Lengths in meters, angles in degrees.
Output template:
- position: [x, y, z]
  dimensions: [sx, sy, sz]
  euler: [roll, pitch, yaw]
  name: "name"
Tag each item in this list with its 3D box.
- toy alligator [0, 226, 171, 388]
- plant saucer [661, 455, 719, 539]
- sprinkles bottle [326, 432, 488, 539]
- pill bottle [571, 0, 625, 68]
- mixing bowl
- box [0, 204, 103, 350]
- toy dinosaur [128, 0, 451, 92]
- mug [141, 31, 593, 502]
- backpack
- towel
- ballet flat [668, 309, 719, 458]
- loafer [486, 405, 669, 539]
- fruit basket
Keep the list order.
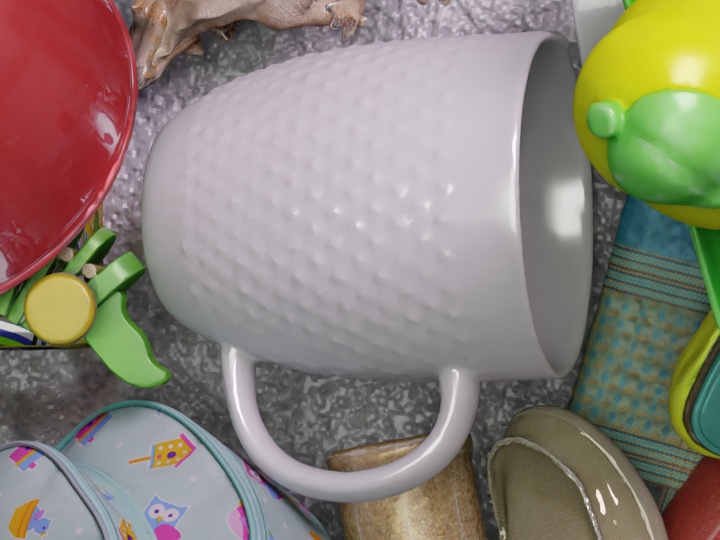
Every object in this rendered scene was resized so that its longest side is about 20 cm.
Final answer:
- position: [-0.161, -0.016, 0.995]
  dimensions: [0.200, 0.059, 0.054]
  euler: [29, 89, 5]
  name: "toy alligator"
- position: [0.237, 0.130, 0.993]
  dimensions: [0.199, 0.037, 0.200]
  euler: [35, 102, 5]
  name: "plant saucer"
- position: [0.034, 0.174, 1.024]
  dimensions: [0.068, 0.068, 0.201]
  euler: [-11, 85, 7]
  name: "sprinkles bottle"
- position: [0.189, -0.128, 0.976]
  dimensions: [0.199, 0.111, 0.111]
  euler: [-9, 86, 7]
  name: "pill bottle"
- position: [-0.199, -0.089, 0.946]
  dimensions: [0.199, 0.108, 0.201]
  euler: [-3, 64, 7]
  name: "mixing bowl"
- position: [-0.155, -0.064, 1.063]
  dimensions: [0.064, 0.070, 0.201]
  euler: [-1, 87, 6]
  name: "box"
- position: [-0.025, -0.153, 1.048]
  dimensions: [0.199, 0.135, 0.086]
  euler: [-24, 106, -17]
  name: "toy dinosaur"
- position: [0.000, 0.000, 0.995]
  dimensions: [0.175, 0.148, 0.201]
  euler: [-2, 76, 18]
  name: "mug"
- position: [-0.112, 0.155, 0.993]
  dimensions: [0.200, 0.153, 0.176]
  euler: [-44, 42, -4]
  name: "backpack"
- position: [0.175, 0.034, 1.022]
  dimensions: [0.146, 0.022, 0.201]
  euler: [17, 100, 10]
  name: "towel"
- position: [0.192, -0.011, 0.968]
  dimensions: [0.067, 0.067, 0.200]
  euler: [31, 103, -10]
  name: "ballet flat"
- position: [0.095, 0.157, 0.989]
  dimensions: [0.068, 0.076, 0.201]
  euler: [-13, 82, -37]
  name: "loafer"
- position: [0.158, -0.075, 0.828]
  dimensions: [0.155, 0.216, 0.216]
  euler: [-16, 85, 13]
  name: "fruit basket"
